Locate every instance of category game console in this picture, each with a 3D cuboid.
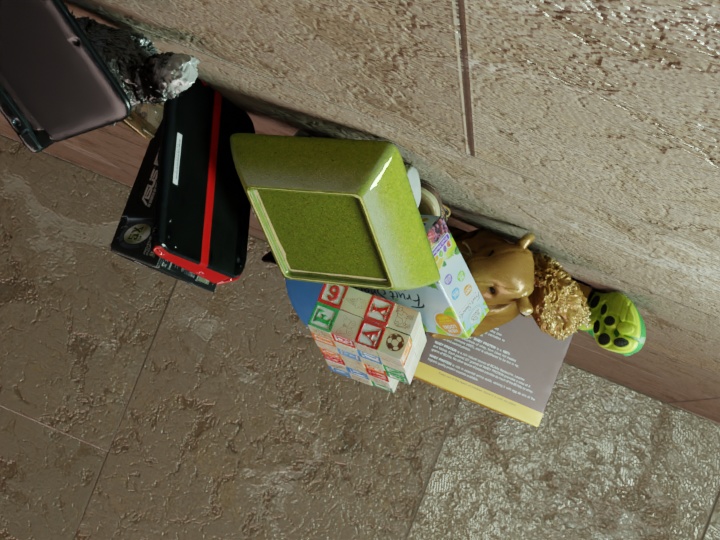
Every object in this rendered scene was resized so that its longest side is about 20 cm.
[{"bbox_3d":[-0.287,-0.215,1.159,0.201,0.116,0.176,58,-171,-26],"label":"game console"},{"bbox_3d":[-0.168,-0.097,1.460,0.031,0.202,0.177,-3,166,25],"label":"game console"}]

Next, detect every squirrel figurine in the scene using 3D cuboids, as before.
[{"bbox_3d":[0.182,0.010,1.637,0.198,0.143,0.187,8,169,-13],"label":"squirrel figurine"}]

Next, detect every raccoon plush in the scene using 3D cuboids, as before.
[{"bbox_3d":[-0.248,-0.217,1.273,0.199,0.098,0.134,-14,139,44],"label":"raccoon plush"}]

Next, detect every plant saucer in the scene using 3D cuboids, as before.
[{"bbox_3d":[-0.034,-0.050,1.440,0.198,0.048,0.201,6,138,27],"label":"plant saucer"}]

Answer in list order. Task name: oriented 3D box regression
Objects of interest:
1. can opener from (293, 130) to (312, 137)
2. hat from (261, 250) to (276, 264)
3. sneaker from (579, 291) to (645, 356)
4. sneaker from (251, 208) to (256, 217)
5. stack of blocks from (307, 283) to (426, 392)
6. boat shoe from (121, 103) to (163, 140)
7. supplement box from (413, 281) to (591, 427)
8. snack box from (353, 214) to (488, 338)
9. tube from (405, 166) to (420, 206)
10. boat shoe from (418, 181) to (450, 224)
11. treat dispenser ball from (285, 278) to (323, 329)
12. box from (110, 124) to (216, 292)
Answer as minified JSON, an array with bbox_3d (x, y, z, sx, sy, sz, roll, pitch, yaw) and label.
[{"bbox_3d":[-0.013,-0.101,1.552,0.067,0.054,0.199,20,177,43],"label":"can opener"},{"bbox_3d":[-0.047,-0.059,1.959,0.198,0.082,0.201,-5,-168,1],"label":"hat"},{"bbox_3d":[0.345,0.071,1.804,0.083,0.075,0.200,25,-175,-8],"label":"sneaker"},{"bbox_3d":[-0.114,-0.110,1.912,0.079,0.078,0.200,12,174,11],"label":"sneaker"},{"bbox_3d":[0.014,0.084,1.592,0.114,0.059,0.200,20,165,12],"label":"stack of blocks"},{"bbox_3d":[-0.323,-0.220,1.607,0.198,0.063,0.073,23,177,-6],"label":"boat shoe"},{"bbox_3d":[0.176,0.080,1.873,0.195,0.202,0.133,22,176,-8],"label":"supplement box"},{"bbox_3d":[0.035,-0.001,1.568,0.199,0.053,0.143,8,138,45],"label":"snack box"},{"bbox_3d":[-0.035,-0.088,1.473,0.198,0.059,0.052,1,-169,22],"label":"tube"},{"bbox_3d":[0.066,-0.060,1.593,0.072,0.072,0.200,31,156,10],"label":"boat shoe"},{"bbox_3d":[0.000,0.000,1.781,0.199,0.203,0.201,22,176,1],"label":"treat dispenser ball"},{"bbox_3d":[-0.236,-0.091,1.878,0.085,0.202,0.164,18,176,25],"label":"box"}]
